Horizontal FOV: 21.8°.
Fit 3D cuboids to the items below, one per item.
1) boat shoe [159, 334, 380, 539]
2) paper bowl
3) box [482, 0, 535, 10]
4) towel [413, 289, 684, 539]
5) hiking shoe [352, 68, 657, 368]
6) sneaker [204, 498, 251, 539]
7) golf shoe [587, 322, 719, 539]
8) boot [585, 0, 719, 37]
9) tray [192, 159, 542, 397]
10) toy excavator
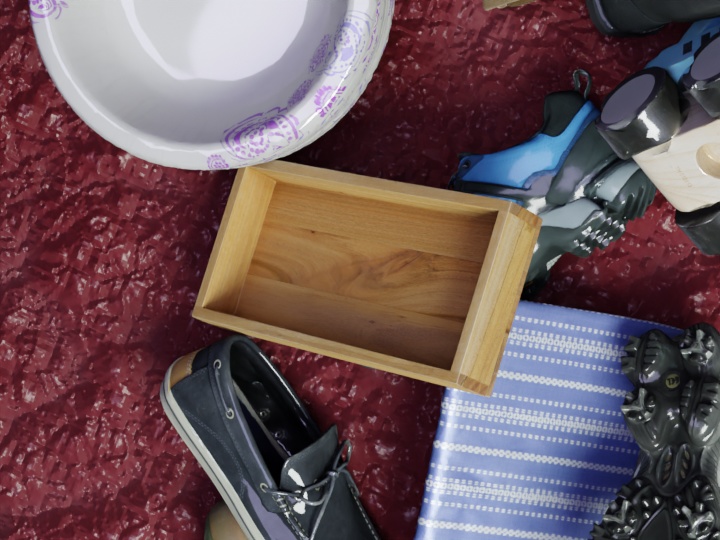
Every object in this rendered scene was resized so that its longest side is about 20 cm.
[{"bbox_3d":[-0.036,0.122,1.077,0.062,0.075,0.200,-40,85,32],"label":"boat shoe"},{"bbox_3d":[-0.078,-0.158,1.057,0.199,0.104,0.203,1,93,13],"label":"paper bowl"},{"bbox_3d":[0.098,-0.249,0.991,0.021,0.163,0.202,-7,93,-21],"label":"box"},{"bbox_3d":[0.100,0.118,1.043,0.144,0.024,0.202,9,96,-23],"label":"towel"},{"bbox_3d":[0.070,-0.021,1.059,0.199,0.074,0.087,-35,72,7],"label":"hiking shoe"},{"bbox_3d":[-0.080,0.239,1.103,0.089,0.067,0.202,-15,94,8],"label":"sneaker"},{"bbox_3d":[0.173,0.132,0.996,0.077,0.094,0.201,2,64,32],"label":"golf shoe"},{"bbox_3d":[0.159,-0.206,0.949,0.065,0.200,0.166,-19,95,-10],"label":"boot"},{"bbox_3d":[0.000,0.000,1.030,0.199,0.037,0.099,12,82,40],"label":"tray"},{"bbox_3d":[0.241,-0.130,0.990,0.100,0.201,0.194,44,141,-21],"label":"toy excavator"}]
